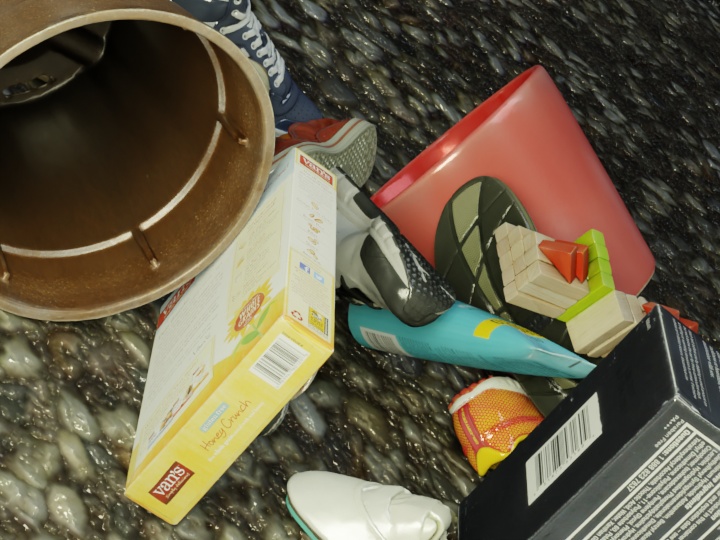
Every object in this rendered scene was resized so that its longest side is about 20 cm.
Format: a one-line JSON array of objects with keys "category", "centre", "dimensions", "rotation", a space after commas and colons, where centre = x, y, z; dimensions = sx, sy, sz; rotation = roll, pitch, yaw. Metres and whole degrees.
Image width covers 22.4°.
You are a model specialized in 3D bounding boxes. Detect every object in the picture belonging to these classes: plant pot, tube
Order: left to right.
[{"category": "plant pot", "centre": [-0.178, -0.110, 1.061], "dimensions": [0.200, 0.200, 0.198], "rotation": [21, 23, -40]}, {"category": "tube", "centre": [0.072, 0.044, 1.210], "dimensions": [0.077, 0.051, 0.200], "rotation": [12, 1, -41]}, {"category": "plant pot", "centre": [0.117, -0.028, 1.389], "dimensions": [0.177, 0.200, 0.200], "rotation": [49, 22, -5]}]

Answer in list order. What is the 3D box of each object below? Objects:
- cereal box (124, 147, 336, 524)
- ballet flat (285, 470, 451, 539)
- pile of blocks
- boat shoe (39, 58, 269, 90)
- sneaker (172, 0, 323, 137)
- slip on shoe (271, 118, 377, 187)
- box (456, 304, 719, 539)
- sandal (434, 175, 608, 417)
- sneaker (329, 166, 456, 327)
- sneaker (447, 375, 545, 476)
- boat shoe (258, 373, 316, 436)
[{"category": "cereal box", "centre": [-0.069, 0.031, 1.025], "dimensions": [0.039, 0.144, 0.200], "rotation": [34, 25, -17]}, {"category": "ballet flat", "centre": [0.046, 0.173, 1.055], "dimensions": [0.200, 0.069, 0.069], "rotation": [44, 23, 6]}, {"category": "pile of blocks", "centre": [0.180, 0.026, 1.207], "dimensions": [0.200, 0.062, 0.082], "rotation": [39, 39, -17]}, {"category": "boat shoe", "centre": [-0.149, -0.128, 1.278], "dimensions": [0.200, 0.072, 0.065], "rotation": [14, 55, -35]}, {"category": "sneaker", "centre": [-0.088, -0.179, 1.413], "dimensions": [0.200, 0.109, 0.070], "rotation": [30, 26, -25]}, {"category": "slip on shoe", "centre": [-0.048, -0.071, 1.357], "dimensions": [0.061, 0.074, 0.200], "rotation": [11, 23, 18]}, {"category": "box", "centre": [0.196, 0.167, 1.131], "dimensions": [0.198, 0.200, 0.123], "rotation": [37, 23, -14]}, {"category": "sandal", "centre": [0.118, 0.028, 1.265], "dimensions": [0.201, 0.080, 0.057], "rotation": [60, 22, 11]}, {"category": "sneaker", "centre": [0.000, 0.000, 1.226], "dimensions": [0.074, 0.080, 0.200], "rotation": [47, 1, -26]}, {"category": "sneaker", "centre": [0.140, 0.128, 1.301], "dimensions": [0.200, 0.073, 0.077], "rotation": [8, 53, -42]}, {"category": "boat shoe", "centre": [-0.054, 0.045, 1.126], "dimensions": [0.063, 0.071, 0.200], "rotation": [36, 19, -19]}]
